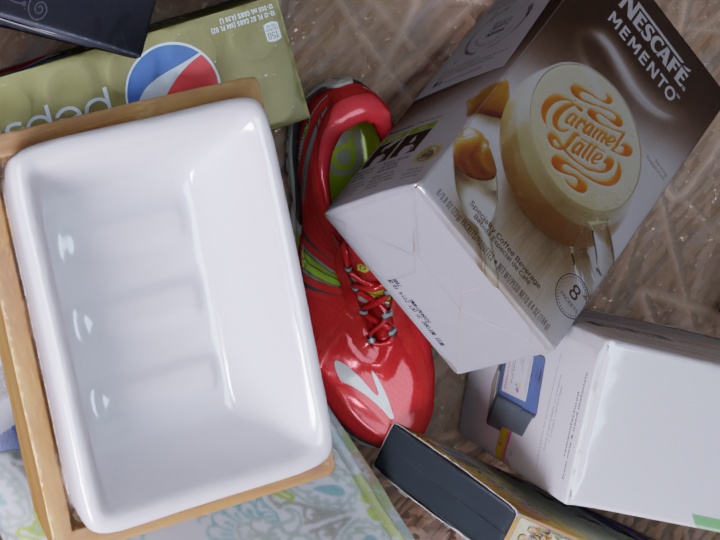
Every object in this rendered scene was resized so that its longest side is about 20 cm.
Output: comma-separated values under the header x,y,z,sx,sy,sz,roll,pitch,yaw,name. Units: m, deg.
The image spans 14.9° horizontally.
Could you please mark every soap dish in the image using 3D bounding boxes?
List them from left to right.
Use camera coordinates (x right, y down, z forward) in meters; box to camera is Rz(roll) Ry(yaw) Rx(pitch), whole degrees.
x,y,z,sx,sy,sz,roll,pitch,yaw,name
-0.105,0.020,1.322,0.157,0.081,0.201,-15,98,-30,soap dish

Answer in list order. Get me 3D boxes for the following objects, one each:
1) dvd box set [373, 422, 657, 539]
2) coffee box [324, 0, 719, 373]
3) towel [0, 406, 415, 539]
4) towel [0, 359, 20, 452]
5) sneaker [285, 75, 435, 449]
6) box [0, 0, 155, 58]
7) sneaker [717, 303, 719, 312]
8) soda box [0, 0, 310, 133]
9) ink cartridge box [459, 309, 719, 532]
x,y,z,sx,sy,sz,roll,pitch,yaw,name
0.118,0.145,1.417,0.199,0.146,0.030,26,93,-29,dvd box set
0.088,-0.059,1.402,0.114,0.080,0.200,50,54,-18,coffee box
-0.071,0.140,1.377,0.199,0.048,0.172,-18,60,-33,towel
-0.210,0.037,1.370,0.146,0.024,0.200,-32,123,0,towel
0.000,0.000,1.428,0.077,0.085,0.201,-12,98,-12,sneaker
-0.154,-0.218,1.336,0.106,0.122,0.201,13,92,-43,box
0.303,0.020,1.511,0.199,0.074,0.089,22,91,-15,sneaker
-0.132,-0.082,1.399,0.199,0.064,0.068,-18,100,-11,soda box
0.150,0.074,1.414,0.144,0.200,0.088,12,95,-15,ink cartridge box
